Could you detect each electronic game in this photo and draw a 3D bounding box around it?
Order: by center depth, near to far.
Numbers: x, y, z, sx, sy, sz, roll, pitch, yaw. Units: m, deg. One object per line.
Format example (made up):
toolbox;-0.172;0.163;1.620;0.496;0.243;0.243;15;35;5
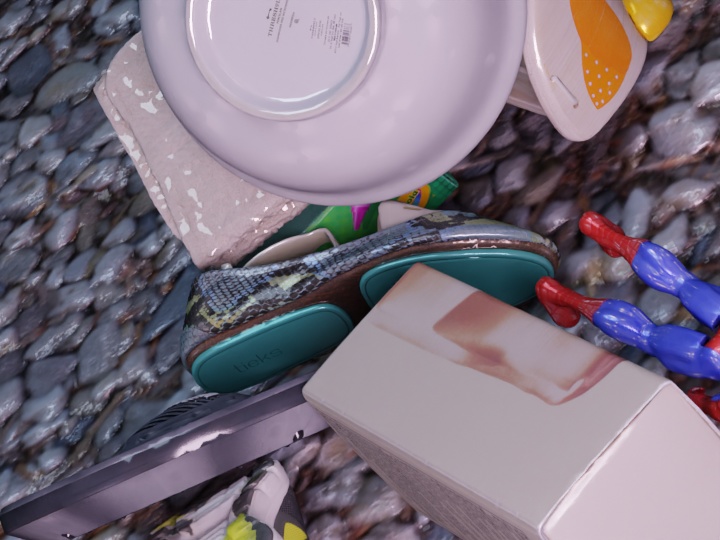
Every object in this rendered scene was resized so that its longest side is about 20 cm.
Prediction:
electronic game;-0.080;0.083;1.357;0.200;0.042;0.200;-24;-3;-1

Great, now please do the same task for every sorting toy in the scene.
sorting toy;0.058;-0.180;1.461;0.107;0.180;0.200;-40;28;-13

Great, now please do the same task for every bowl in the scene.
bowl;-0.026;-0.124;1.353;0.201;0.201;0.090;-29;1;19

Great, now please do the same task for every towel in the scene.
towel;-0.037;-0.102;1.443;0.200;0.034;0.133;-36;70;19

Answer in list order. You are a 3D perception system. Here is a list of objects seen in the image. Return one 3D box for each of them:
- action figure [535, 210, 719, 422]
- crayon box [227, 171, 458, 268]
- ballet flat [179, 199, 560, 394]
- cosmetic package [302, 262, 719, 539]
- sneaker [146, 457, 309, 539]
action figure;0.161;0.031;1.242;0.065;0.052;0.200;-52;38;-6
crayon box;-0.042;-0.069;1.527;0.119;0.058;0.200;-46;41;9
ballet flat;0.000;0.000;1.403;0.200;0.074;0.074;-16;37;11
cosmetic package;0.076;0.078;1.225;0.087;0.103;0.200;-48;34;-9
sneaker;-0.050;0.151;1.301;0.074;0.085;0.200;-31;11;5
